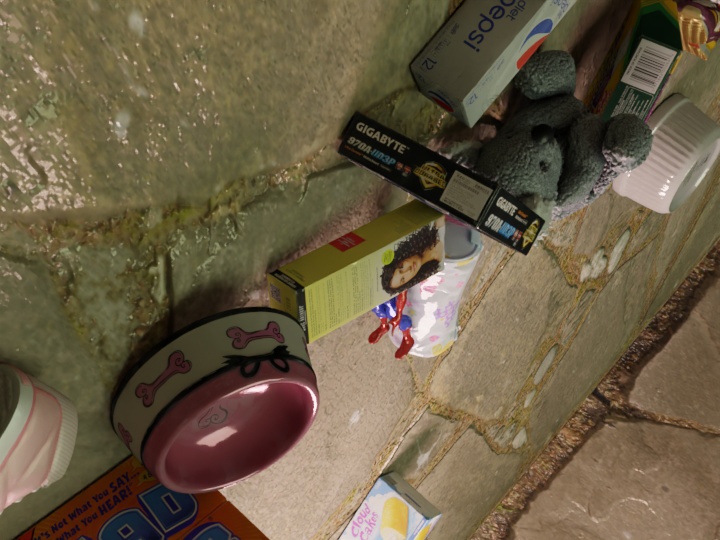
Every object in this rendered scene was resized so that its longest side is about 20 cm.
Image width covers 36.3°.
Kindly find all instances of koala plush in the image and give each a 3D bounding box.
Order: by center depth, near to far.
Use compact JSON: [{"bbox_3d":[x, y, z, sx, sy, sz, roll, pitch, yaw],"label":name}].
[{"bbox_3d":[0.190,-0.115,1.237,0.200,0.177,0.184,-35,163,-46],"label":"koala plush"}]

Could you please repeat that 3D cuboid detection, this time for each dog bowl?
[{"bbox_3d":[-0.125,0.128,1.020,0.200,0.074,0.200,-23,146,-17],"label":"dog bowl"}]

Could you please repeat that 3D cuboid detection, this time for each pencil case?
[{"bbox_3d":[0.088,0.020,1.335,0.200,0.090,0.083,99,13,-48],"label":"pencil case"}]

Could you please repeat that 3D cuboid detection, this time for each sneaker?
[{"bbox_3d":[-0.287,0.168,0.829,0.201,0.075,0.105,-56,154,-2],"label":"sneaker"},{"bbox_3d":[0.485,-0.369,1.572,0.090,0.075,0.200,-63,164,7],"label":"sneaker"}]

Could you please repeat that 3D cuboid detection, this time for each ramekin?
[{"bbox_3d":[0.536,-0.193,1.895,0.200,0.105,0.200,-42,156,-24],"label":"ramekin"}]

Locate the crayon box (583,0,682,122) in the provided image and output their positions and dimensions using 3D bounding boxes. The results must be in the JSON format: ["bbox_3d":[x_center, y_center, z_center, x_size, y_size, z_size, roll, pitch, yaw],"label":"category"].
[{"bbox_3d":[0.333,-0.232,1.391,0.173,0.058,0.200,-72,-177,-56],"label":"crayon box"}]

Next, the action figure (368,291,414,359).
[{"bbox_3d":[0.028,0.034,1.264,0.052,0.065,0.200,-44,151,-24],"label":"action figure"}]

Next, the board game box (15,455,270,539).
[{"bbox_3d":[-0.210,0.334,1.076,0.200,0.200,0.200,-35,153,-37],"label":"board game box"}]

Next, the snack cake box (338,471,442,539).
[{"bbox_3d":[0.037,0.464,1.904,0.200,0.115,0.067,-59,157,15],"label":"snack cake box"}]

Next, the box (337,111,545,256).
[{"bbox_3d":[0.085,-0.080,1.077,0.046,0.159,0.200,-61,158,5],"label":"box"}]

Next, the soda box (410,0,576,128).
[{"bbox_3d":[0.140,-0.240,1.064,0.200,0.068,0.063,-51,159,-5],"label":"soda box"}]

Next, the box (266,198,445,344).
[{"bbox_3d":[0.000,0.000,1.125,0.200,0.050,0.075,-28,132,-29],"label":"box"}]

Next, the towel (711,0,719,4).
[{"bbox_3d":[0.489,-0.395,1.399,0.200,0.165,0.086,-28,145,-48],"label":"towel"}]
